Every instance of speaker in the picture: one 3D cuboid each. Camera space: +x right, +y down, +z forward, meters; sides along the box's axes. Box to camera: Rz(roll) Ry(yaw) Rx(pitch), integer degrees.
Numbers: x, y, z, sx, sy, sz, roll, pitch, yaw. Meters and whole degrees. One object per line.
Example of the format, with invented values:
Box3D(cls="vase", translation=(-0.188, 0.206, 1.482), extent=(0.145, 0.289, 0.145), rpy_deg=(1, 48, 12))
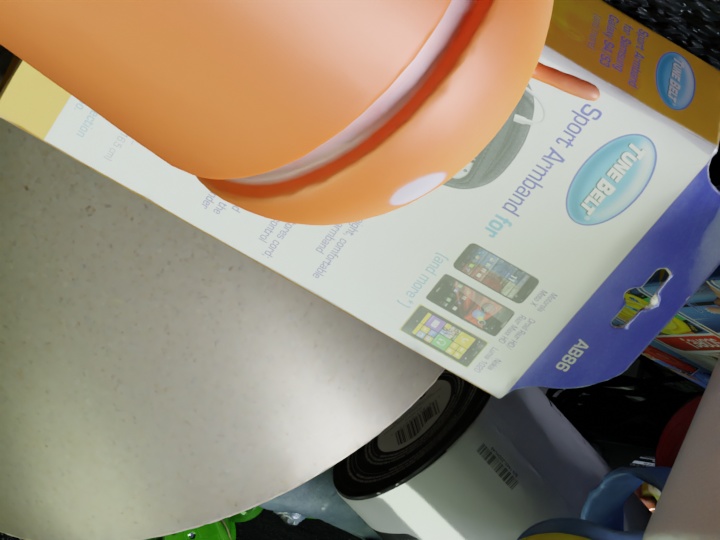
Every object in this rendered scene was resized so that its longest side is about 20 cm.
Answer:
Box3D(cls="speaker", translation=(0.083, 0.119, 1.033), extent=(0.200, 0.081, 0.081), rpy_deg=(47, 163, -21))

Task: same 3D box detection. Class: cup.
Box3D(cls="cup", translation=(-0.075, -0.030, 0.908), extent=(0.200, 0.200, 0.144), rpy_deg=(16, 138, 46))

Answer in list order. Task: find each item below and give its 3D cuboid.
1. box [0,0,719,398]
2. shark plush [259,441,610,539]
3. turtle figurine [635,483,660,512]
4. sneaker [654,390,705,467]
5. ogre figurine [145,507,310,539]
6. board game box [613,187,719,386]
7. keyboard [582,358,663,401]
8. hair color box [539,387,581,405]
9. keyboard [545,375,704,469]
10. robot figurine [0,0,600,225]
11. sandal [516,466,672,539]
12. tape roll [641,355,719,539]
Box3D(cls="box", translation=(0.008, -0.045, 0.791), extent=(0.199, 0.042, 0.119), rpy_deg=(29, 130, -12))
Box3D(cls="shark plush", translation=(0.013, 0.095, 1.067), extent=(0.199, 0.084, 0.091), rpy_deg=(17, 166, -32))
Box3D(cls="turtle figurine", translation=(0.119, 0.129, 1.271), extent=(0.064, 0.161, 0.200), rpy_deg=(47, 177, 24))
Box3D(cls="sneaker", translation=(0.200, 0.110, 1.009), extent=(0.200, 0.071, 0.098), rpy_deg=(18, -151, 3))
Box3D(cls="ogre figurine", translation=(-0.054, 0.080, 1.191), extent=(0.098, 0.201, 0.120), rpy_deg=(6, -170, -2))
Box3D(cls="board game box", translation=(0.152, 0.020, 0.873), extent=(0.135, 0.035, 0.200), rpy_deg=(28, 170, -15))
Box3D(cls="keyboard", translation=(0.045, 0.021, 1.241), extent=(0.199, 0.021, 0.127), rpy_deg=(20, 167, 33))
Box3D(cls="hair color box", translation=(0.054, 0.076, 1.307), extent=(0.101, 0.061, 0.200), rpy_deg=(24, 175, 6))
Box3D(cls="keyboard", translation=(0.131, 0.060, 1.112), extent=(0.199, 0.040, 0.104), rpy_deg=(9, 168, -4))
Box3D(cls="robot figurine", translation=(-0.031, -0.086, 0.655), extent=(0.200, 0.144, 0.117), rpy_deg=(36, -164, -37))
Box3D(cls="sandal", translation=(0.137, 0.128, 0.937), extent=(0.200, 0.087, 0.080), rpy_deg=(33, 129, -6))
Box3D(cls="tape roll", translation=(0.185, 0.088, 0.797), extent=(0.202, 0.071, 0.202), rpy_deg=(25, 169, 5))
